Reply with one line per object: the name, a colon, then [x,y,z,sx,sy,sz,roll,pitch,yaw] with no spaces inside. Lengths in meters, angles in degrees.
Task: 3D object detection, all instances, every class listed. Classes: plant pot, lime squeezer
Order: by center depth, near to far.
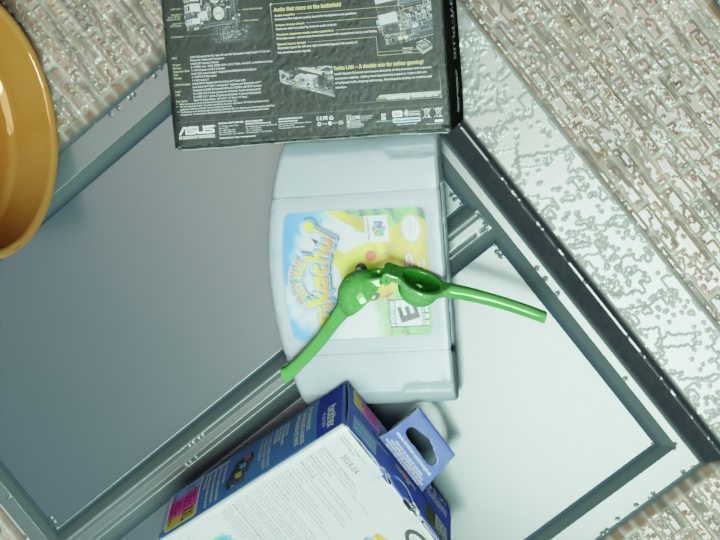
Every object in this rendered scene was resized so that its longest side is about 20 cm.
lime squeezer: [0.028,0.028,1.316,0.199,0.038,0.071,-14,97,11]
plant pot: [-0.332,-0.097,1.321,0.140,0.200,0.201,-8,99,27]

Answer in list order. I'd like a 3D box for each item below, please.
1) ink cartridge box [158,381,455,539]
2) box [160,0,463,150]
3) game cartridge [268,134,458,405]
ink cartridge box: [-0.025,0.178,1.351,0.200,0.076,0.137,-33,109,15]
box: [-0.034,-0.174,1.301,0.199,0.086,0.165,-4,99,10]
game cartridge: [0.000,0.000,1.352,0.133,0.040,0.201,-3,99,14]
